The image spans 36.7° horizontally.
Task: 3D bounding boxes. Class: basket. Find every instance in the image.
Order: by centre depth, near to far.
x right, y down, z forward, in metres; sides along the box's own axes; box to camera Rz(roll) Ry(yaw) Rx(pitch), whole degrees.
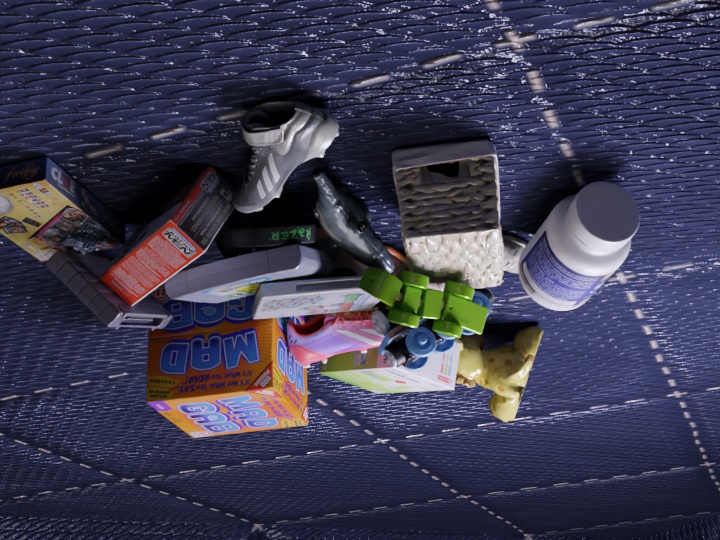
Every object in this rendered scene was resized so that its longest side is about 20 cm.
[{"bbox_3d":[0.117,-0.063,1.403,0.134,0.124,0.200,-6,156,6],"label":"basket"}]

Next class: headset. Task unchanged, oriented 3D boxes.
[{"bbox_3d":[-0.139,-0.033,1.455,0.123,0.095,0.199,-6,-174,-33],"label":"headset"}]

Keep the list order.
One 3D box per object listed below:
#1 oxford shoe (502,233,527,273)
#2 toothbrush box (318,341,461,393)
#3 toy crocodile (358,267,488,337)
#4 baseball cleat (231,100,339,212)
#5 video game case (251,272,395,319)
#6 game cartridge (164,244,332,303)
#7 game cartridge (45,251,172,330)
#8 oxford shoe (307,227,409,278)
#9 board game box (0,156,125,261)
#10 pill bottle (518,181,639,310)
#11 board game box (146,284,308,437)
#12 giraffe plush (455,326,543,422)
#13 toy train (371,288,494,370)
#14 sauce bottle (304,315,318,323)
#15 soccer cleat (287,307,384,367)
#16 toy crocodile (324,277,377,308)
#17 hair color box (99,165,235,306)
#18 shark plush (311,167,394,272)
[{"bbox_3d":[0.194,-0.022,1.585,0.075,0.058,0.199,-22,152,31],"label":"oxford shoe"},{"bbox_3d":[0.049,0.150,1.851,0.145,0.087,0.199,23,158,-36],"label":"toothbrush box"},{"bbox_3d":[0.086,0.042,1.398,0.199,0.068,0.062,15,178,-35],"label":"toy crocodile"},{"bbox_3d":[-0.115,-0.142,1.288,0.106,0.070,0.200,23,136,-33],"label":"baseball cleat"},{"bbox_3d":[-0.056,0.037,1.512,0.180,0.024,0.200,-5,171,-10],"label":"video game case"},{"bbox_3d":[-0.150,0.007,1.434,0.198,0.041,0.133,-14,167,18],"label":"game cartridge"},{"bbox_3d":[-0.346,0.029,1.503,0.038,0.129,0.200,-52,169,4],"label":"game cartridge"},{"bbox_3d":[0.000,0.000,1.590,0.199,0.074,0.071,17,149,-38],"label":"oxford shoe"},{"bbox_3d":[-0.414,-0.076,1.421,0.134,0.035,0.200,-9,155,14],"label":"board game box"},{"bbox_3d":[0.301,-0.035,1.490,0.119,0.121,0.200,2,156,-11],"label":"pill bottle"},{"bbox_3d":[-0.204,0.130,1.701,0.198,0.202,0.200,-7,155,10],"label":"board game box"},{"bbox_3d":[0.216,0.169,1.911,0.161,0.174,0.200,19,-161,10],"label":"giraffe plush"},{"bbox_3d":[0.105,0.063,1.618,0.199,0.115,0.087,-31,163,-21],"label":"toy train"},{"bbox_3d":[-0.020,0.086,1.789,0.199,0.065,0.065,-18,152,33],"label":"sauce bottle"},{"bbox_3d":[-0.016,0.087,1.663,0.198,0.067,0.077,-17,116,-3],"label":"soccer cleat"},{"bbox_3d":[-0.001,0.024,1.673,0.198,0.062,0.067,4,156,-25],"label":"toy crocodile"},{"bbox_3d":[-0.248,-0.042,1.409,0.064,0.111,0.199,43,137,-17],"label":"hair color box"},{"bbox_3d":[-0.010,-0.074,1.420,0.091,0.083,0.201,-36,139,-18],"label":"shark plush"}]
